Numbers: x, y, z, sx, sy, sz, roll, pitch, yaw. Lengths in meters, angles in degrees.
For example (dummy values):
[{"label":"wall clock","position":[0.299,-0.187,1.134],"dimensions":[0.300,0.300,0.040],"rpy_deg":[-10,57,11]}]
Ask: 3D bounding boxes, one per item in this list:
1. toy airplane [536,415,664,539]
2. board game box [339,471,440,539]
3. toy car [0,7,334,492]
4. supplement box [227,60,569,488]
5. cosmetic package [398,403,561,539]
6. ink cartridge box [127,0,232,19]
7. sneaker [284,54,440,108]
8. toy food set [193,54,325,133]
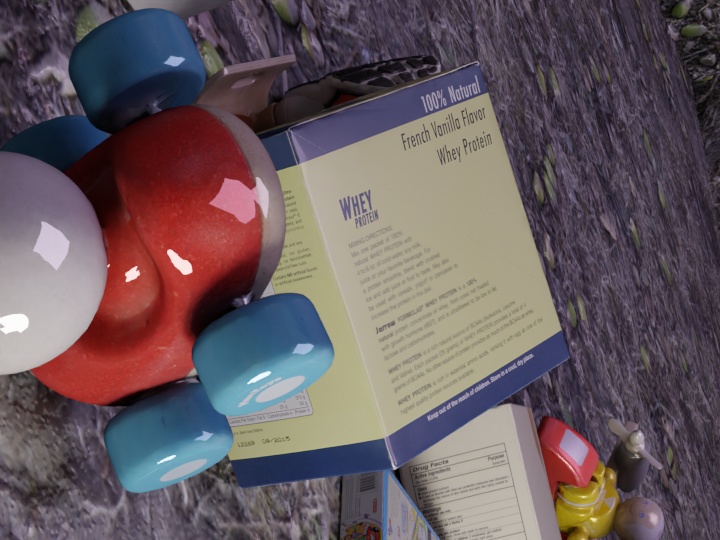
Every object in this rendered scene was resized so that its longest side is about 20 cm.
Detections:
[{"label":"toy airplane","position":[0.209,0.234,1.496],"dimensions":[0.198,0.140,0.202],"rpy_deg":[11,81,-58]},{"label":"board game box","position":[0.026,0.253,1.139],"dimensions":[0.201,0.034,0.135],"rpy_deg":[-87,153,-44]},{"label":"toy car","position":[-0.148,0.003,0.743],"dimensions":[0.199,0.177,0.186],"rpy_deg":[-10,69,-42]},{"label":"supplement box","position":[0.000,0.000,1.028],"dimensions":[0.199,0.133,0.202],"rpy_deg":[-26,100,-49]},{"label":"cosmetic package","position":[0.100,0.212,1.275],"dimensions":[0.071,0.104,0.202],"rpy_deg":[20,58,-68]},{"label":"ink cartridge box","position":[-0.128,-0.281,1.062],"dimensions":[0.145,0.083,0.201],"rpy_deg":[54,26,-43]},{"label":"sneaker","position":[0.009,-0.105,1.199],"dimensions":[0.200,0.076,0.086],"rpy_deg":[176,-100,-70]},{"label":"toy food set","position":[-0.044,-0.046,1.143],"dimensions":[0.143,0.060,0.202],"rpy_deg":[-33,105,-70]}]
